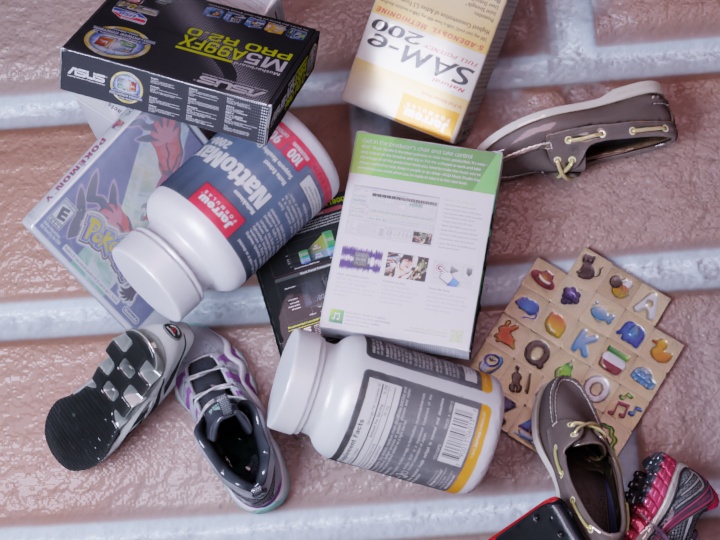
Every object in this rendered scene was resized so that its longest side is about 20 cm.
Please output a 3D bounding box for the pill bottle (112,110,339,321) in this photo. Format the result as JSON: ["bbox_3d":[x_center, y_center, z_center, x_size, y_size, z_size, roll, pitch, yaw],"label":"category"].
[{"bbox_3d":[-0.127,-0.052,1.551,0.120,0.120,0.200,41,71,14],"label":"pill bottle"}]

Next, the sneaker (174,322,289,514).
[{"bbox_3d":[-0.127,0.123,1.553,0.078,0.140,0.200,-30,74,-5],"label":"sneaker"}]

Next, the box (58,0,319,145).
[{"bbox_3d":[-0.154,-0.194,1.539,0.199,0.044,0.160,16,35,8],"label":"box"}]

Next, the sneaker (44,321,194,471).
[{"bbox_3d":[-0.220,0.118,1.577,0.200,0.088,0.074,-43,78,34],"label":"sneaker"}]

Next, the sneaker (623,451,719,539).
[{"bbox_3d":[0.258,0.267,1.522,0.074,0.081,0.201,29,81,-5],"label":"sneaker"}]

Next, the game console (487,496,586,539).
[{"bbox_3d":[0.163,0.324,1.482,0.177,0.031,0.201,-40,71,31],"label":"game console"}]

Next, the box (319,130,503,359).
[{"bbox_3d":[0.049,-0.025,1.580,0.144,0.036,0.201,10,74,6],"label":"box"}]

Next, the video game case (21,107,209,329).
[{"bbox_3d":[-0.199,-0.050,1.592,0.182,0.200,0.023,-48,44,-11],"label":"video game case"}]

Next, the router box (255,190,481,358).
[{"bbox_3d":[0.000,0.000,1.625,0.199,0.062,0.150,-17,73,-2],"label":"router box"}]

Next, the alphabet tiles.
[{"bbox_3d":[0.207,0.084,1.618,0.166,0.006,0.200,31,77,12],"label":"alphabet tiles"}]

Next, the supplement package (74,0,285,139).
[{"bbox_3d":[-0.174,-0.201,1.670,0.109,0.114,0.200,33,76,12],"label":"supplement package"}]

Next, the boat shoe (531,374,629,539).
[{"bbox_3d":[0.203,0.174,1.524,0.072,0.060,0.201,10,49,-17],"label":"boat shoe"}]

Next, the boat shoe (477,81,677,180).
[{"bbox_3d":[0.211,-0.125,1.644,0.199,0.072,0.060,-18,69,-6],"label":"boat shoe"}]

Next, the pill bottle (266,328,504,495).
[{"bbox_3d":[0.022,0.125,1.534,0.199,0.116,0.117,17,74,-9],"label":"pill bottle"}]

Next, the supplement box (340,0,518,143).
[{"bbox_3d":[0.076,-0.240,1.649,0.126,0.074,0.201,21,102,10],"label":"supplement box"}]
